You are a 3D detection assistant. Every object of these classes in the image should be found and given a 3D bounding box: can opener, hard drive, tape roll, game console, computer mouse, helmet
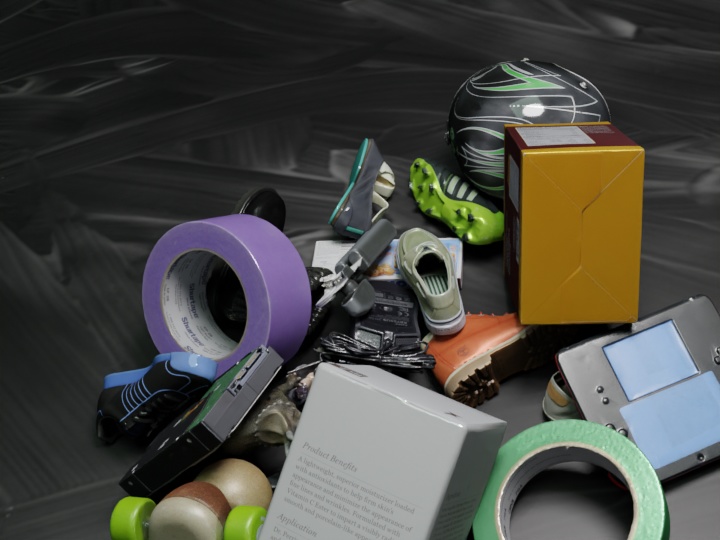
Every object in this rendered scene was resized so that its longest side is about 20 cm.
[{"bbox_3d":[0.000,0.000,1.379,0.053,0.066,0.200,-39,9,32],"label":"can opener"},{"bbox_3d":[-0.177,0.170,1.234,0.038,0.200,0.140,44,42,-7],"label":"hard drive"},{"bbox_3d":[0.216,0.256,1.149,0.199,0.048,0.202,-11,56,17],"label":"tape roll"},{"bbox_3d":[0.338,0.136,1.235,0.199,0.031,0.178,-20,74,-9],"label":"game console"},{"bbox_3d":[0.021,0.076,1.345,0.137,0.053,0.200,10,25,0],"label":"computer mouse"},{"bbox_3d":[0.223,-0.181,1.470,0.199,0.201,0.191,-24,32,-11],"label":"helmet"},{"bbox_3d":[-0.163,0.035,1.339,0.199,0.201,0.085,23,20,27],"label":"tape roll"}]

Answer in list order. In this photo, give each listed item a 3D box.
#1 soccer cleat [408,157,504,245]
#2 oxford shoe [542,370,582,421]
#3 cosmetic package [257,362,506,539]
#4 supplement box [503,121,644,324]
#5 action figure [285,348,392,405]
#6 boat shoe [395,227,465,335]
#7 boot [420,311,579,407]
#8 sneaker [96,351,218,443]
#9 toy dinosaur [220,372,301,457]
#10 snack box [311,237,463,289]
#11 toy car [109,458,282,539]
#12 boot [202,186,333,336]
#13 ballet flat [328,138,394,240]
[{"bbox_3d":[0.133,-0.092,1.503,0.081,0.068,0.200,-1,31,-31],"label":"soccer cleat"},{"bbox_3d":[0.300,0.115,1.287,0.199,0.058,0.075,-25,47,-14],"label":"oxford shoe"},{"bbox_3d":[0.024,0.215,1.115,0.164,0.165,0.201,21,91,22],"label":"cosmetic package"},{"bbox_3d":[0.242,-0.061,1.303,0.132,0.199,0.200,-1,17,2],"label":"supplement box"},{"bbox_3d":[-0.018,0.152,1.306,0.129,0.070,0.201,-20,45,-1],"label":"action figure"},{"bbox_3d":[0.089,-0.002,1.375,0.072,0.062,0.200,-13,36,-6],"label":"boat shoe"},{"bbox_3d":[0.169,0.075,1.339,0.199,0.075,0.107,-26,44,-13],"label":"boot"},{"bbox_3d":[-0.241,0.153,1.305,0.199,0.070,0.078,-21,53,42],"label":"sneaker"},{"bbox_3d":[-0.114,0.171,1.240,0.199,0.077,0.102,-16,5,42],"label":"toy dinosaur"},{"bbox_3d":[0.035,-0.008,1.466,0.198,0.024,0.072,-1,48,10],"label":"snack box"},{"bbox_3d":[-0.142,0.270,1.202,0.163,0.159,0.200,0,23,22],"label":"toy car"},{"bbox_3d":[-0.100,-0.012,1.435,0.157,0.079,0.212,3,64,31],"label":"boot"},{"bbox_3d":[0.009,-0.108,1.535,0.073,0.073,0.200,3,38,13],"label":"ballet flat"}]
